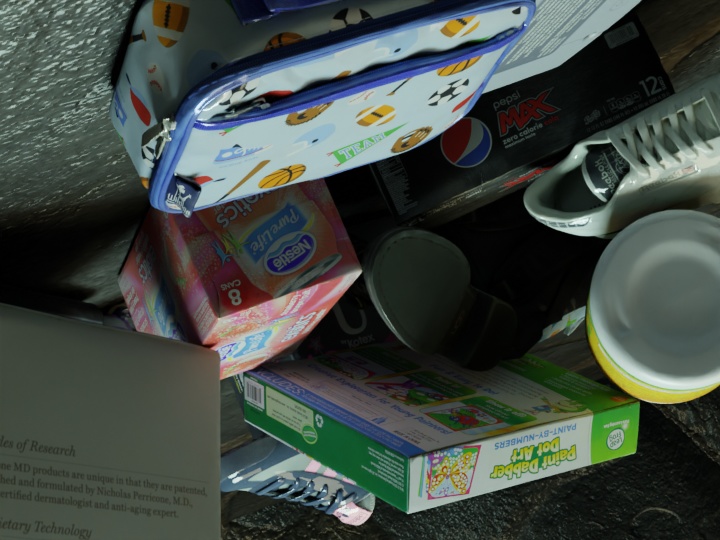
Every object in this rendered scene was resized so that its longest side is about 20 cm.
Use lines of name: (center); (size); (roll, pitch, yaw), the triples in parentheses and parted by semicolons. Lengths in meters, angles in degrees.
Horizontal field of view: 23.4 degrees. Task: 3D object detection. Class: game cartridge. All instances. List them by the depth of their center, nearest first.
game cartridge: (0.106, -0.152, 0.926); (0.133, 0.042, 0.200); (-26, 172, -28)

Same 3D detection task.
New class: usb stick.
usb stick: (-0.226, 0.033, 1.139); (0.055, 0.033, 0.200); (-26, 169, 10)

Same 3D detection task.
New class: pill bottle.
pill bottle: (0.204, 0.030, 1.151); (0.111, 0.111, 0.200); (-24, 170, 2)

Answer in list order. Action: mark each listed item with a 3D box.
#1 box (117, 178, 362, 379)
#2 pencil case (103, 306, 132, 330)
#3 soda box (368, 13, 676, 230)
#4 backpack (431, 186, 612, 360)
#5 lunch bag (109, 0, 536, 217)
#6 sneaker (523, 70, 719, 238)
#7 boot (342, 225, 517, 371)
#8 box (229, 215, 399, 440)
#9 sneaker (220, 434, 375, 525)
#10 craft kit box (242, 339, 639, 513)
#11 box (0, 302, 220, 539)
box: (-0.084, 0.004, 1.127); (0.102, 0.095, 0.200); (-18, 168, -21)
pencil case: (-0.245, 0.095, 1.248); (0.200, 0.084, 0.085); (-19, -156, -27)
soda box: (0.104, -0.092, 1.146); (0.200, 0.063, 0.071); (-24, 169, 4)
backpack: (0.146, -0.042, 1.286); (0.200, 0.163, 0.154); (-28, 179, -12)
lunch bag: (-0.022, -0.099, 0.833); (0.200, 0.076, 0.160); (-20, 166, -24)
sneaker: (0.195, -0.075, 1.082); (0.200, 0.077, 0.080); (-33, 157, 33)
boot: (0.000, 0.000, 1.168); (0.069, 0.174, 0.200); (-60, 147, -6)
box: (0.000, 0.039, 1.370); (0.200, 0.132, 0.115); (-16, 168, -30)
sneaker: (-0.027, 0.156, 1.320); (0.200, 0.082, 0.070); (-8, 164, -41)
craft kit box: (0.053, 0.096, 1.201); (0.197, 0.049, 0.200); (-12, -159, -32)
box: (-0.218, 0.130, 1.046); (0.200, 0.172, 0.199); (14, 157, -43)
